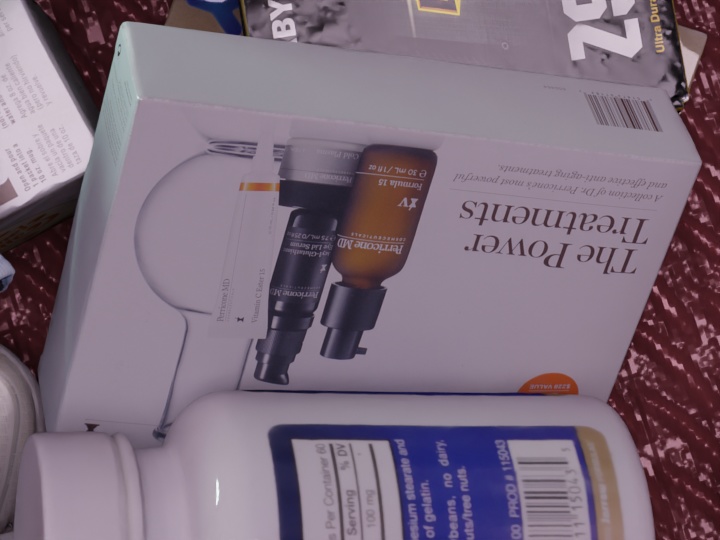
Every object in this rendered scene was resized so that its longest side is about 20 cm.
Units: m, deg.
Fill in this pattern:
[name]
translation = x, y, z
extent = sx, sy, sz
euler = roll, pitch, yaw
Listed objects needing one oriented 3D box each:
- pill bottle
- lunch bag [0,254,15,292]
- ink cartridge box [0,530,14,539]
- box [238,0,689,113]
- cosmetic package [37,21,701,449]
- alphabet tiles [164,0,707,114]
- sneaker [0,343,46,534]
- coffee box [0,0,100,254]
[pill bottle]
translation = -0.012, 0.100, 0.882
extent = 0.200, 0.120, 0.120
euler = 2, 87, -14
[lunch bag]
translation = -0.236, -0.013, 0.837
extent = 0.200, 0.127, 0.170
euler = -32, 89, -7
[ink cartridge box]
translation = -0.074, 0.169, 0.914
extent = 0.162, 0.050, 0.200
euler = -13, 42, -29
[box]
translation = 0.027, -0.142, 0.983
extent = 0.159, 0.049, 0.200
euler = -8, 83, -3
[cosmetic package]
translation = 0.000, 0.000, 0.916
extent = 0.200, 0.052, 0.151
euler = 5, 127, -17
[alphabet tiles]
translation = 0.024, -0.075, 1.007
extent = 0.200, 0.006, 0.167
euler = 19, 87, 1
[sneaker]
translation = -0.187, 0.112, 0.964
extent = 0.075, 0.081, 0.200
euler = 35, 86, 4
[coffee box]
translation = -0.191, -0.022, 0.953
extent = 0.200, 0.114, 0.080
euler = -28, 87, -1
